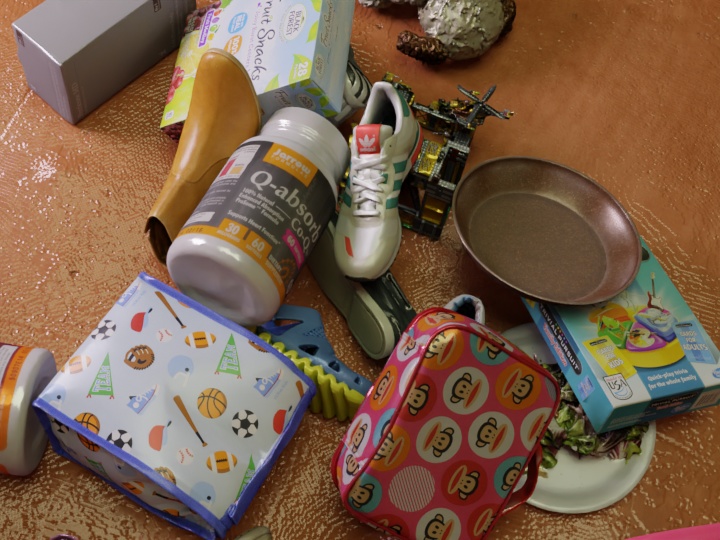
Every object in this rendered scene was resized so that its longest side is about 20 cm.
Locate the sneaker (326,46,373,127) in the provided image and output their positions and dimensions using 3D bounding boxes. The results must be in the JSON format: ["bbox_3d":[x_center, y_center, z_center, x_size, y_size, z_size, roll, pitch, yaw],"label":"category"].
[{"bbox_3d":[-0.060,-0.215,1.166,0.115,0.075,0.201,-42,35,15],"label":"sneaker"}]

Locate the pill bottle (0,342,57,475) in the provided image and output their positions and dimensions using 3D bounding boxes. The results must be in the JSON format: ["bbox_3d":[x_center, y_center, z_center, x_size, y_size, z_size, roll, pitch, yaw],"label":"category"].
[{"bbox_3d":[-0.384,0.114,0.920,0.197,0.115,0.116,9,60,-3],"label":"pill bottle"}]

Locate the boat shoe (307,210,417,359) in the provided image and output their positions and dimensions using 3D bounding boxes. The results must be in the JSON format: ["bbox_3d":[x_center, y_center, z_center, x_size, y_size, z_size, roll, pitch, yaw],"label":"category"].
[{"bbox_3d":[0.001,-0.001,1.055,0.065,0.075,0.200,-14,52,-29],"label":"boat shoe"}]

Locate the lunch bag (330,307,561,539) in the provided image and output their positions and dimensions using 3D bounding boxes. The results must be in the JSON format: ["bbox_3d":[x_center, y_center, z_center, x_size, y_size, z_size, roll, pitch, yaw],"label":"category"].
[{"bbox_3d":[0.087,0.151,0.917,0.175,0.082,0.202,29,94,-18],"label":"lunch bag"}]

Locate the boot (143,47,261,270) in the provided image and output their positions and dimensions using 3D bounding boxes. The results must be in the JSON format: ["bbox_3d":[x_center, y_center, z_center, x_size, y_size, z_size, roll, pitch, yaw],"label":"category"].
[{"bbox_3d":[-0.161,-0.102,1.015,0.070,0.203,0.145,22,50,15],"label":"boot"}]

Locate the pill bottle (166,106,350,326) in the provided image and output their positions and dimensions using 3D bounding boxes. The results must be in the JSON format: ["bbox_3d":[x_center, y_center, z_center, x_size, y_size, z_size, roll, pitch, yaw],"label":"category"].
[{"bbox_3d":[-0.091,-0.055,0.983,0.115,0.117,0.201,24,57,7],"label":"pill bottle"}]

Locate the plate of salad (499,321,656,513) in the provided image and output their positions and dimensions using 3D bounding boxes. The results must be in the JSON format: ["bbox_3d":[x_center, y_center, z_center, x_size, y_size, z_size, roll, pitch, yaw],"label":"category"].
[{"bbox_3d":[0.199,0.137,1.016,0.197,0.048,0.202,3,60,-5],"label":"plate of salad"}]

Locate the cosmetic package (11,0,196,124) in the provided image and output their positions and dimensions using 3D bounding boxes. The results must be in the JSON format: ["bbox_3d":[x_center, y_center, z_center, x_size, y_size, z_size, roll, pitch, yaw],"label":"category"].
[{"bbox_3d":[-0.281,-0.271,1.149,0.090,0.107,0.200,36,65,14],"label":"cosmetic package"}]

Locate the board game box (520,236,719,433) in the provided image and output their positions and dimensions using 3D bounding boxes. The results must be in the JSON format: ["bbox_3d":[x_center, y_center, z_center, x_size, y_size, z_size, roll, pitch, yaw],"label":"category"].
[{"bbox_3d":[0.260,0.055,1.035,0.149,0.047,0.201,-8,52,-23],"label":"board game box"}]

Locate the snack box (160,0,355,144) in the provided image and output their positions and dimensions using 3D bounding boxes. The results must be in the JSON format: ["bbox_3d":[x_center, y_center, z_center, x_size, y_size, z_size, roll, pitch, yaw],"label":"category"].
[{"bbox_3d":[-0.109,-0.228,1.110,0.198,0.068,0.171,-12,56,28],"label":"snack box"}]

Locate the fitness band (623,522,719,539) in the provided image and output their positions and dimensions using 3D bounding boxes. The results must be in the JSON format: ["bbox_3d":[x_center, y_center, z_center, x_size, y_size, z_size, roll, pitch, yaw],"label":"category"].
[{"bbox_3d":[0.274,0.259,0.903,0.197,0.144,0.038,-7,63,-10],"label":"fitness band"}]

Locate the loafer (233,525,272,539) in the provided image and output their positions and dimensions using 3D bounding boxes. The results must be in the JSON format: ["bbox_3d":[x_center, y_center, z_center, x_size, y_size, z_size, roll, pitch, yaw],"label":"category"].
[{"bbox_3d":[-0.127,0.311,0.870,0.068,0.076,0.201,33,72,10],"label":"loafer"}]

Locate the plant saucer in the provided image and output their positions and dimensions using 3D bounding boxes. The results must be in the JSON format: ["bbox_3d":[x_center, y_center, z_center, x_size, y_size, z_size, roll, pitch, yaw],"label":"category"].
[{"bbox_3d":[0.184,-0.034,1.035,0.197,0.037,0.202,7,48,-8],"label":"plant saucer"}]

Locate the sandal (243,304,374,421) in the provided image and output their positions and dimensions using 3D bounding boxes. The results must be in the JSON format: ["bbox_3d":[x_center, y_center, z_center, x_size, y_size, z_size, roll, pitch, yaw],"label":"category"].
[{"bbox_3d":[-0.062,0.071,1.007,0.199,0.080,0.087,33,58,9],"label":"sandal"}]

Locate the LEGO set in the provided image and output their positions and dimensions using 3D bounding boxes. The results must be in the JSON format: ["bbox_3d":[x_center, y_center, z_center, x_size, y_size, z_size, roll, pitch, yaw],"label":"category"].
[{"bbox_3d":[0.062,-0.140,1.111,0.153,0.116,0.201,28,62,9],"label":"LEGO set"}]

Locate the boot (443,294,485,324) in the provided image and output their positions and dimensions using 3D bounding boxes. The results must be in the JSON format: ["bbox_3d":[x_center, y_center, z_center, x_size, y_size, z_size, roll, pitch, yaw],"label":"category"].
[{"bbox_3d":[0.059,0.112,0.984,0.073,0.096,0.201,24,61,7],"label":"boot"}]

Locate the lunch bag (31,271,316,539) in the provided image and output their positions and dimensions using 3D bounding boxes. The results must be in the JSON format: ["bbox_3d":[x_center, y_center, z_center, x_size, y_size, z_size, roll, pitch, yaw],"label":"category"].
[{"bbox_3d":[-0.161,0.129,0.936,0.198,0.124,0.171,24,60,15],"label":"lunch bag"}]

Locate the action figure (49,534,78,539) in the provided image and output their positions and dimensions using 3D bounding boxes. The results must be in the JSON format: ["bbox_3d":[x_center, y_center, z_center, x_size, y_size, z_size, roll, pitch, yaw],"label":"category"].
[{"bbox_3d":[-0.271,0.280,0.873,0.197,0.136,0.149,-6,18,-24],"label":"action figure"}]

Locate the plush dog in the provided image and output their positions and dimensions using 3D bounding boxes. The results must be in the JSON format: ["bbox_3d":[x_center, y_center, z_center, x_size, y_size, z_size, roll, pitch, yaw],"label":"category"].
[{"bbox_3d":[0.109,-0.336,1.224,0.198,0.160,0.174,-24,93,-16],"label":"plush dog"}]

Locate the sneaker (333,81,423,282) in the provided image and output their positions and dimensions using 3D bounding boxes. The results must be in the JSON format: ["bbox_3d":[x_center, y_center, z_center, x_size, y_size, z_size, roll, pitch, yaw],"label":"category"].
[{"bbox_3d":[0.008,-0.091,0.995,0.069,0.094,0.202,5,63,22],"label":"sneaker"}]
